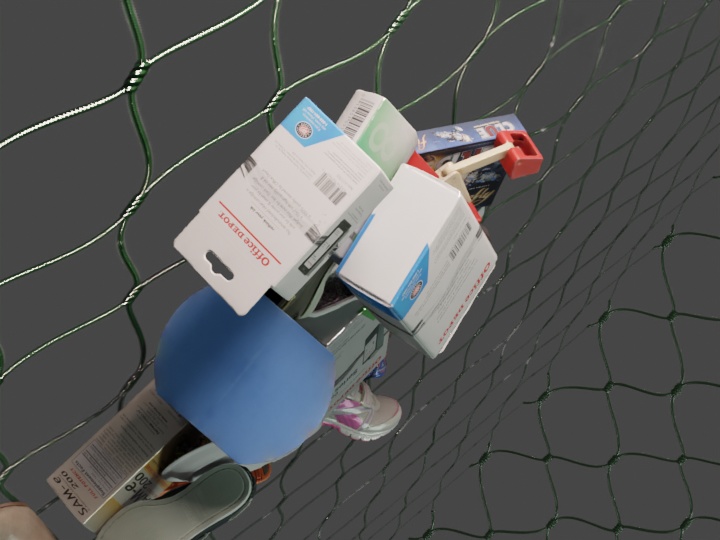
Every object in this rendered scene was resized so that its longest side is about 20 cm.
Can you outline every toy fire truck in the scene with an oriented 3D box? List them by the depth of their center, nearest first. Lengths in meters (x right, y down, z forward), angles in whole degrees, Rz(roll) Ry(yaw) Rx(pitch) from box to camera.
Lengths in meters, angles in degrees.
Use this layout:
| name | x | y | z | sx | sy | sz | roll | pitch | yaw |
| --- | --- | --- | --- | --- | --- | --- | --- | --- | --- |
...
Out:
| name | x | y | z | sx | sy | sz | roll | pitch | yaw |
| --- | --- | --- | --- | --- | --- | --- | --- | --- | --- |
| toy fire truck | 0.109 | -0.092 | 1.684 | 0.198 | 0.049 | 0.142 | -14 | 147 | -27 |

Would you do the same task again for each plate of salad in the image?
| name | x | y | z | sx | sy | sz | roll | pitch | yaw |
| --- | --- | --- | --- | --- | --- | --- | --- | --- | --- |
| plate of salad | -0.140 | 0.201 | 1.647 | 0.197 | 0.049 | 0.200 | -18 | 163 | -5 |

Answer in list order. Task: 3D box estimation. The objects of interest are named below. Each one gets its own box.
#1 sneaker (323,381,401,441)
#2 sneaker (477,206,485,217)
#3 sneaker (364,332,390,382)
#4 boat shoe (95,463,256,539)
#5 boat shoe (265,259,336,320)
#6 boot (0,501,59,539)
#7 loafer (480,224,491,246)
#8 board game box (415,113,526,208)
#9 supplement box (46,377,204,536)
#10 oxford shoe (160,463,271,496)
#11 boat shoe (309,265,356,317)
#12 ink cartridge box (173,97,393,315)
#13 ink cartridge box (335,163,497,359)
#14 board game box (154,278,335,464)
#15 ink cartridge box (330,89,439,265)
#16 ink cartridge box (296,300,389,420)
| name | x | y | z | sx | sy | sz | roll | pitch | yaw |
| --- | --- | --- | --- | --- | --- | --- | --- | --- | --- |
| sneaker | -0.022 | 0.181 | 2.014 | 0.198 | 0.082 | 0.089 | 12 | 118 | -28 |
| sneaker | 0.104 | -0.068 | 1.882 | 0.146 | 0.077 | 0.203 | -44 | 162 | -13 |
| sneaker | 0.015 | 0.116 | 2.072 | 0.075 | 0.078 | 0.201 | -25 | 152 | -52 |
| boat shoe | -0.208 | 0.287 | 1.617 | 0.198 | 0.076 | 0.060 | -23 | 164 | 4 |
| boat shoe | -0.062 | -0.027 | 1.584 | 0.060 | 0.072 | 0.204 | -8 | 132 | -43 |
| boot | -0.350 | 0.338 | 1.573 | 0.070 | 0.146 | 0.200 | -44 | 163 | -2 |
| loafer | 0.095 | -0.042 | 1.805 | 0.198 | 0.071 | 0.073 | 12 | 124 | -29 |
| board game box | 0.094 | -0.118 | 1.715 | 0.198 | 0.035 | 0.136 | -14 | 147 | -28 |
| supplement box | -0.258 | 0.215 | 1.648 | 0.200 | 0.073 | 0.126 | -43 | 162 | -11 |
| oxford shoe | -0.213 | 0.265 | 1.809 | 0.197 | 0.072 | 0.073 | -1 | 147 | -25 |
| boat shoe | 0.000 | 0.000 | 1.723 | 0.198 | 0.073 | 0.068 | -21 | -161 | -15 |
| ink cartridge box | -0.078 | -0.056 | 1.411 | 0.200 | 0.116 | 0.068 | -46 | 161 | 0 |
| ink cartridge box | 0.067 | -0.006 | 1.575 | 0.147 | 0.085 | 0.200 | -57 | 157 | -8 |
| board game box | -0.128 | 0.112 | 1.551 | 0.159 | 0.199 | 0.039 | -50 | -178 | -3 |
| ink cartridge box | 0.017 | -0.077 | 1.536 | 0.162 | 0.050 | 0.200 | -58 | 138 | -8 |
| ink cartridge box | -0.031 | 0.084 | 1.849 | 0.146 | 0.084 | 0.201 | -43 | 158 | -27 |
